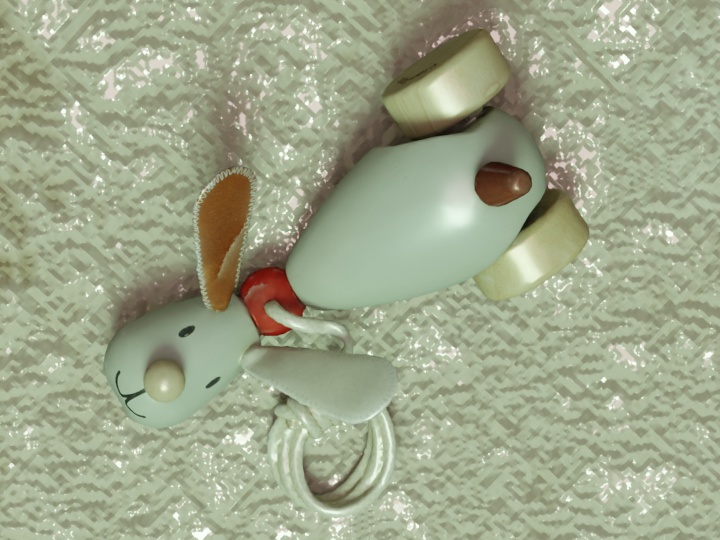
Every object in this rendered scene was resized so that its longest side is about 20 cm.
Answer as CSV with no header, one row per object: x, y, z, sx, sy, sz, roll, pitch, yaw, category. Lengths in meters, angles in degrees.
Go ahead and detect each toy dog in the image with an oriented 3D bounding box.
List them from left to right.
0.000,0.000,0.689,0.132,0.096,0.201,37,93,-8,toy dog
